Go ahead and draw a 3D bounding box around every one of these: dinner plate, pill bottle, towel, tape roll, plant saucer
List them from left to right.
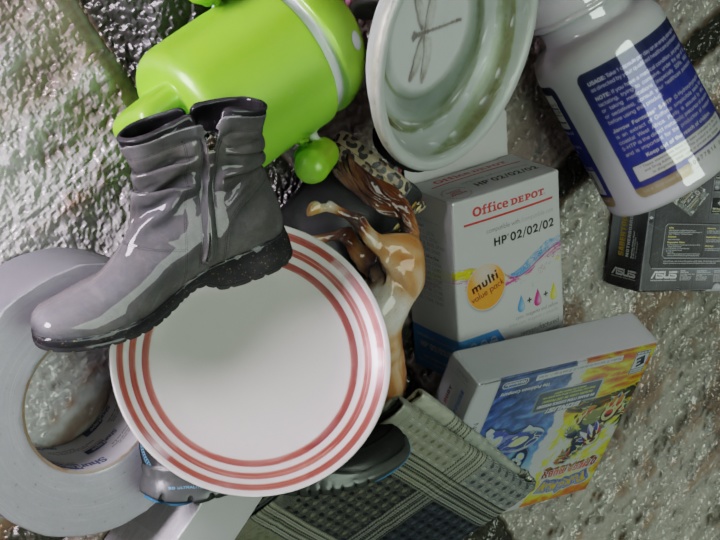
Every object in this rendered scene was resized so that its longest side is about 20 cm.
[{"bbox_3d":[-0.208,0.087,1.292,0.200,0.066,0.201,-9,105,-35],"label":"tape roll"},{"bbox_3d":[-0.078,0.062,1.270,0.199,0.024,0.201,2,73,-8],"label":"dinner plate"},{"bbox_3d":[0.015,0.181,1.430,0.192,0.035,0.200,-36,137,17],"label":"towel"},{"bbox_3d":[0.057,-0.176,1.326,0.200,0.050,0.201,-33,136,-40],"label":"plant saucer"},{"bbox_3d":[0.215,-0.158,1.491,0.120,0.120,0.201,-36,103,-24],"label":"pill bottle"}]

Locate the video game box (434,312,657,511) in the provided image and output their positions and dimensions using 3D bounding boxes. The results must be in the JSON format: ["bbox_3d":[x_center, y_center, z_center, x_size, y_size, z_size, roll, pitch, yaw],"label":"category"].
[{"bbox_3d":[0.137,0.130,1.514,0.199,0.047,0.183,-11,138,-34],"label":"video game box"}]

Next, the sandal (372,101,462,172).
[{"bbox_3d":[0.062,-0.155,1.430,0.075,0.048,0.201,34,58,-1],"label":"sandal"}]

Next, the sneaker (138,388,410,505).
[{"bbox_3d":[-0.060,0.120,1.294,0.199,0.073,0.082,-3,92,-14],"label":"sneaker"}]

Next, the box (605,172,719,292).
[{"bbox_3d":[0.320,-0.062,1.647,0.199,0.048,0.159,-1,100,-35],"label":"box"}]

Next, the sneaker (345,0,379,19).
[{"bbox_3d":[0.069,-0.260,1.408,0.199,0.079,0.096,-14,82,-29],"label":"sneaker"}]

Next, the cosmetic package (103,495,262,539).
[{"bbox_3d":[-0.124,0.173,1.363,0.051,0.082,0.200,43,76,-36],"label":"cosmetic package"}]

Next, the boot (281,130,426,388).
[{"bbox_3d":[0.000,0.000,1.414,0.200,0.073,0.151,41,82,-28],"label":"boot"}]

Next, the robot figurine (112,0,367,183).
[{"bbox_3d":[-0.081,-0.138,1.300,0.200,0.116,0.176,-37,99,-23],"label":"robot figurine"}]

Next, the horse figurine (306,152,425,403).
[{"bbox_3d":[-0.001,0.019,1.347,0.132,0.050,0.201,13,97,-26],"label":"horse figurine"}]

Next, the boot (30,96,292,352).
[{"bbox_3d":[-0.146,-0.037,1.208,0.199,0.070,0.132,-27,123,-22],"label":"boot"}]

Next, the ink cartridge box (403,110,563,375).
[{"bbox_3d":[0.102,-0.022,1.480,0.115,0.068,0.201,-19,115,-31],"label":"ink cartridge box"}]

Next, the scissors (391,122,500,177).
[{"bbox_3d":[0.039,-0.095,1.461,0.199,0.014,0.073,-29,124,-25],"label":"scissors"}]
